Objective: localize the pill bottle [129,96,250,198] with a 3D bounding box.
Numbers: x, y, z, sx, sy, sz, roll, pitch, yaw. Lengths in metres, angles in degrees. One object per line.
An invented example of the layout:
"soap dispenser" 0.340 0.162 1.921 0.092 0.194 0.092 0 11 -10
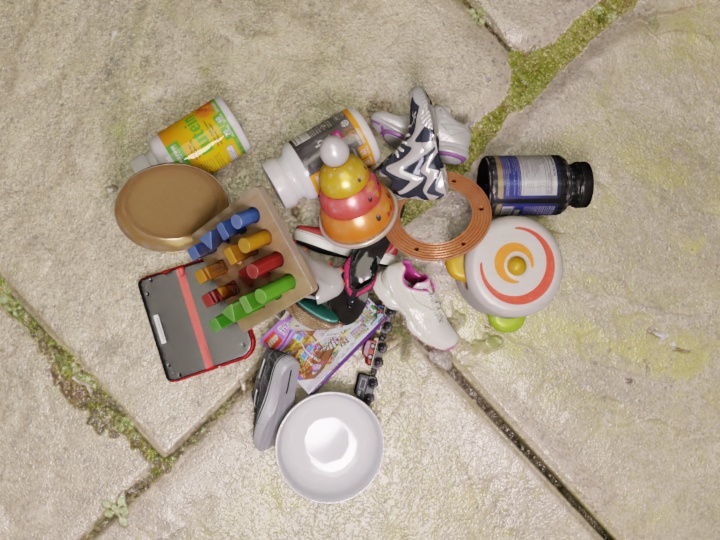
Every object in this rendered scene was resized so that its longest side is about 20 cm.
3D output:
"pill bottle" -0.307 -0.214 1.462 0.199 0.111 0.112 -33 90 -5

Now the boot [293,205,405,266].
"boot" -0.020 -0.095 1.502 0.198 0.072 0.146 11 86 -12

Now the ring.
"ring" 0.135 -0.097 1.457 0.198 0.019 0.202 -4 54 6

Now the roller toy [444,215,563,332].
"roller toy" 0.268 -0.007 1.484 0.182 0.140 0.200 -44 91 -6

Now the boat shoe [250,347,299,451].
"boat shoe" -0.161 0.228 1.464 0.071 0.072 0.202 33 115 33

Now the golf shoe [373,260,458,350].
"golf shoe" 0.114 0.064 1.484 0.200 0.075 0.091 43 128 -9

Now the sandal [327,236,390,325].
"sandal" 0.000 0.000 1.447 0.075 0.045 0.202 26 83 -13

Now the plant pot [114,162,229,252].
"plant pot" -0.333 -0.114 1.440 0.198 0.201 0.028 -13 46 -5

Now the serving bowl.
"serving bowl" -0.058 0.313 1.475 0.198 0.066 0.203 -1 94 -9

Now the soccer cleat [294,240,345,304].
"soccer cleat" -0.112 0.000 1.440 0.077 0.199 0.070 -35 132 -31

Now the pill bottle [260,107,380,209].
"pill bottle" -0.073 -0.201 1.478 0.199 0.116 0.117 -31 90 -5

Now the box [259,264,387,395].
"box" -0.067 0.108 1.486 0.200 0.039 0.137 -44 76 -5

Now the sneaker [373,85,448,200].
"sneaker" 0.077 -0.217 1.445 0.128 0.080 0.201 -10 108 14

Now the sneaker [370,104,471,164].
"sneaker" 0.115 -0.269 1.526 0.198 0.075 0.101 17 78 -11

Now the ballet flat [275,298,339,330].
"ballet flat" -0.116 0.068 1.452 0.199 0.070 0.066 36 107 37

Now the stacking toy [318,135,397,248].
"stacking toy" -0.026 -0.146 1.373 0.144 0.201 0.147 -9 53 12

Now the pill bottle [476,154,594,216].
"pill bottle" 0.323 -0.157 1.510 0.198 0.112 0.113 -1 87 -5

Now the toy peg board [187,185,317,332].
"toy peg board" -0.208 -0.005 1.382 0.199 0.098 0.201 -29 89 38

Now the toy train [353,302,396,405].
"toy train" 0.025 0.150 1.512 0.045 0.034 0.202 14 86 7

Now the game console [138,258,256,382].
"game console" -0.297 0.085 1.494 0.175 0.031 0.202 -18 88 -1
